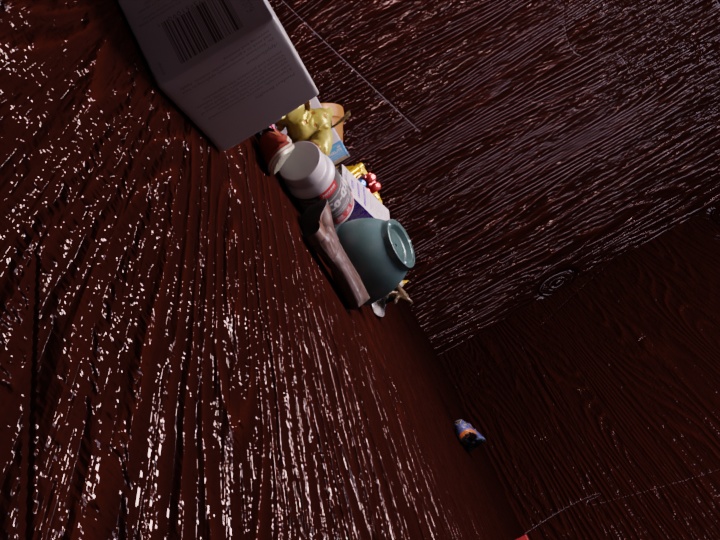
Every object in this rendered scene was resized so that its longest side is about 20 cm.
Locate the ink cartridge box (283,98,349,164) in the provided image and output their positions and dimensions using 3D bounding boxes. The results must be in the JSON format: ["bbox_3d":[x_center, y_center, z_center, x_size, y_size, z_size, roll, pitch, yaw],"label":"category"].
[{"bbox_3d":[-0.144,-0.382,2.126,0.200,0.146,0.147,60,4,-5],"label":"ink cartridge box"}]

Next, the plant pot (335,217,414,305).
[{"bbox_3d":[0.038,-0.038,1.675,0.200,0.134,0.200,45,31,-38],"label":"plant pot"}]

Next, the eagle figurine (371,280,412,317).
[{"bbox_3d":[0.064,0.055,2.065,0.200,0.151,0.152,2,-98,61],"label":"eagle figurine"}]

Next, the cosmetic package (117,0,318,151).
[{"bbox_3d":[-0.183,-0.296,0.981,0.165,0.165,0.200,62,3,19],"label":"cosmetic package"}]

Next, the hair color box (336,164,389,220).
[{"bbox_3d":[-0.006,-0.174,1.960,0.200,0.065,0.109,44,26,-30],"label":"hair color box"}]

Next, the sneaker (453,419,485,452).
[{"bbox_3d":[0.365,0.550,2.496,0.078,0.075,0.200,59,1,34],"label":"sneaker"}]

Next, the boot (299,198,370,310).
[{"bbox_3d":[-0.046,-0.031,1.507,0.200,0.064,0.186,55,19,-25],"label":"boot"}]

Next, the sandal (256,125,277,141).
[{"bbox_3d":[-0.214,-0.323,1.594,0.200,0.045,0.075,61,3,5],"label":"sandal"}]

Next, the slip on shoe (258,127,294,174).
[{"bbox_3d":[-0.172,-0.240,1.458,0.061,0.074,0.200,35,14,-18],"label":"slip on shoe"}]

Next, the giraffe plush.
[{"bbox_3d":[-0.148,-0.337,1.685,0.162,0.200,0.173,35,13,-34],"label":"giraffe plush"}]

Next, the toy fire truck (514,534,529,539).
[{"bbox_3d":[0.538,0.908,2.310,0.141,0.049,0.200,63,5,33],"label":"toy fire truck"}]

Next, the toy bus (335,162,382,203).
[{"bbox_3d":[-0.006,-0.202,2.094,0.192,0.136,0.200,-7,-63,52],"label":"toy bus"}]

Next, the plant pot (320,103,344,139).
[{"bbox_3d":[-0.139,-0.435,2.380,0.200,0.200,0.140,34,43,-81],"label":"plant pot"}]

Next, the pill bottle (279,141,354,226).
[{"bbox_3d":[-0.096,-0.185,1.610,0.114,0.114,0.200,63,5,30],"label":"pill bottle"}]
